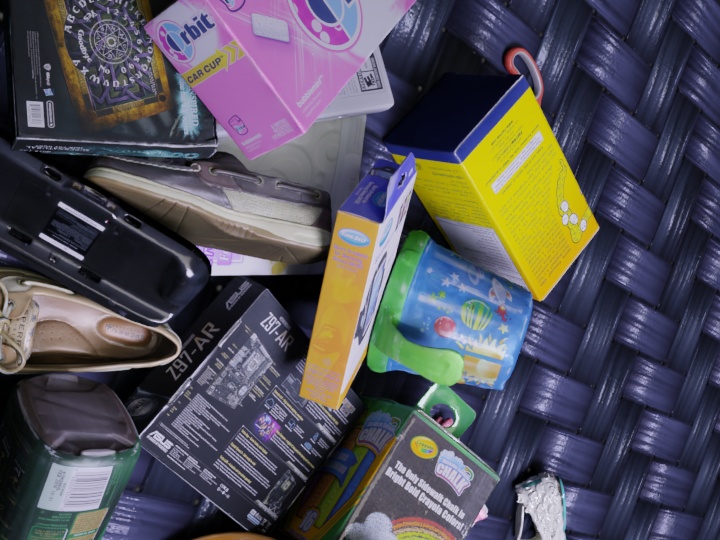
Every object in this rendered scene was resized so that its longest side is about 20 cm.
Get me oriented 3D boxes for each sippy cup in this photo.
[{"bbox_3d":[0.087,0.046,0.814,0.140,0.129,0.179,96,15,-58],"label":"sippy cup"}]

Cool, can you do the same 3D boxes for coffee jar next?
[{"bbox_3d":[-0.234,0.184,0.640,0.085,0.104,0.201,8,114,-40],"label":"coffee jar"}]

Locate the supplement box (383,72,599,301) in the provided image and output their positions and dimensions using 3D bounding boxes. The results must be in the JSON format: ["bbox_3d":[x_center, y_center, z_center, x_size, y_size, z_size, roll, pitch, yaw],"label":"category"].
[{"bbox_3d":[0.134,-0.084,0.865,0.110,0.109,0.200,-47,124,-17],"label":"supplement box"}]

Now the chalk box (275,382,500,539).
[{"bbox_3d":[0.036,0.203,0.840,0.125,0.124,0.201,42,71,-21],"label":"chalk box"}]

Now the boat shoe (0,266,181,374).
[{"bbox_3d":[-0.233,0.041,0.656,0.199,0.063,0.074,4,99,-37],"label":"boat shoe"}]

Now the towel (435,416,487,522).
[{"bbox_3d":[0.047,0.269,0.939,0.199,0.030,0.147,-35,119,-24],"label":"towel"}]

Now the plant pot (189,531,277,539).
[{"bbox_3d":[-0.110,0.367,0.760,0.199,0.200,0.184,-31,133,-26],"label":"plant pot"}]

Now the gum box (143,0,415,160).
[{"bbox_3d":[-0.046,-0.189,0.628,0.114,0.066,0.200,51,49,-21],"label":"gum box"}]

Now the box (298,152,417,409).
[{"bbox_3d":[0.000,0.000,0.720,0.119,0.041,0.201,-58,161,-59],"label":"box"}]

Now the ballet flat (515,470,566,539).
[{"bbox_3d":[0.225,0.337,1.075,0.071,0.072,0.201,-23,112,-30],"label":"ballet flat"}]

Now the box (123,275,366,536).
[{"bbox_3d":[-0.096,0.126,0.769,0.160,0.043,0.200,-51,135,-15],"label":"box"}]

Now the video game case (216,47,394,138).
[{"bbox_3d":[-0.075,-0.213,0.693,0.181,0.024,0.202,-16,90,-32],"label":"video game case"}]

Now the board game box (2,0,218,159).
[{"bbox_3d":[-0.172,-0.178,0.594,0.134,0.028,0.202,-1,79,-30],"label":"board game box"}]

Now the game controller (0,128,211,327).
[{"bbox_3d":[-0.204,-0.028,0.614,0.199,0.104,0.042,32,39,-19],"label":"game controller"}]

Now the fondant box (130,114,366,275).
[{"bbox_3d":[-0.097,-0.071,0.732,0.199,0.058,0.146,0,102,-35],"label":"fondant box"}]

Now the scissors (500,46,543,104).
[{"bbox_3d":[0.199,-0.151,0.955,0.073,0.014,0.200,-52,124,-17],"label":"scissors"}]

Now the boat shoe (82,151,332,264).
[{"bbox_3d":[-0.108,-0.056,0.654,0.200,0.072,0.067,16,67,-30],"label":"boat shoe"}]
